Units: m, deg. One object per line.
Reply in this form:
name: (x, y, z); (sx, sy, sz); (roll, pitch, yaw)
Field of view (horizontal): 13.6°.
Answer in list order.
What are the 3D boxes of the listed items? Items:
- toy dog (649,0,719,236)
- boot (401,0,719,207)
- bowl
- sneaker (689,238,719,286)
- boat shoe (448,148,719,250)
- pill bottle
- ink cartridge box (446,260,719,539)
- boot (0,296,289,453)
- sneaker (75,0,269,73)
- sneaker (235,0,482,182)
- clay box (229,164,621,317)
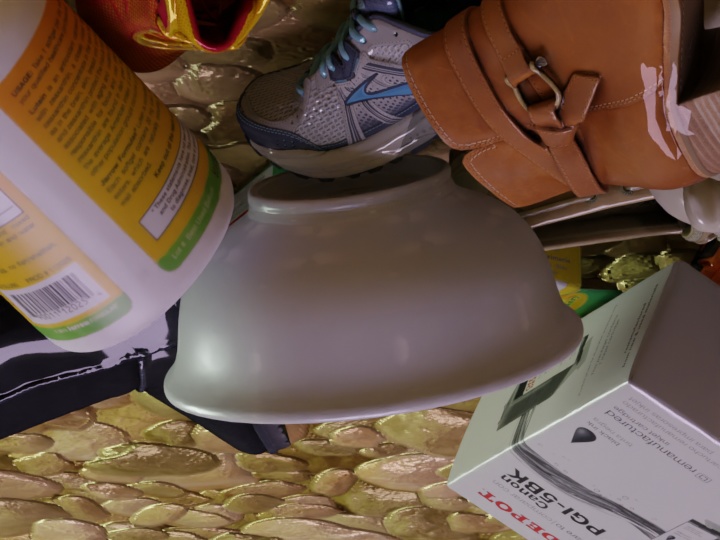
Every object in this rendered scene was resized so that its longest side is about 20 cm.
toy dog: (0.204, -0.082, 1.329); (0.194, 0.140, 0.200); (-27, 178, -42)
boot: (0.081, -0.114, 1.223); (0.155, 0.077, 0.200); (-13, 127, 37)
bowl: (0.000, 0.000, 1.400); (0.200, 0.091, 0.201); (-8, -167, 2)
sneaker: (0.195, 0.044, 1.637); (0.078, 0.075, 0.200); (34, 159, 6)
boat shoe: (0.144, -0.034, 1.499); (0.199, 0.063, 0.073); (2, 158, -4)
pill bottle: (-0.156, -0.067, 1.304); (0.111, 0.111, 0.200); (-19, 127, 38)
ink cartridge box: (0.160, 0.094, 1.603); (0.146, 0.083, 0.200); (33, 149, -12)
boot: (-0.153, 0.065, 1.536); (0.199, 0.066, 0.165); (-23, 134, 5)
sneaker: (-0.078, -0.120, 1.275); (0.073, 0.078, 0.200); (7, 161, -17)
sneaker: (0.019, -0.104, 1.348); (0.199, 0.078, 0.086); (-13, 132, 35)
clay box: (0.027, -0.006, 1.587); (0.199, 0.048, 0.115); (11, 156, -26)
